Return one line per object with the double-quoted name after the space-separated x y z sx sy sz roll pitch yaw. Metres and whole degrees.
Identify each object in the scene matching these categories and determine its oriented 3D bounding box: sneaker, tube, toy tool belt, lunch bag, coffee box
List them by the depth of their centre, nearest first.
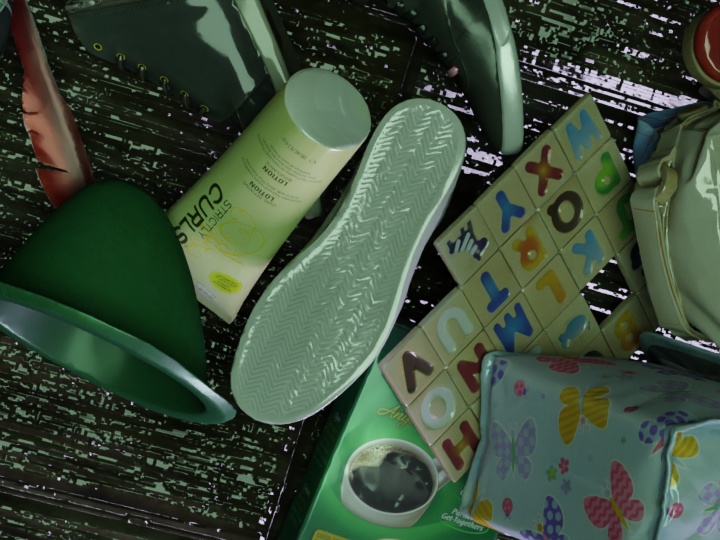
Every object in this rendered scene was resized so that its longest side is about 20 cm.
-0.061 -0.036 1.016 0.052 0.200 0.058 -6 66 -34 "tube"
-0.093 -0.112 1.047 0.106 0.075 0.200 -19 104 7 "sneaker"
0.000 0.000 1.052 0.074 0.116 0.200 33 90 4 "sneaker"
0.187 0.109 1.052 0.200 0.170 0.127 5 98 -35 "lunch bag"
0.028 -0.152 1.054 0.099 0.071 0.200 -18 98 -3 "sneaker"
0.209 -0.054 1.084 0.125 0.123 0.200 -11 96 -11 "toy tool belt"
0.028 0.135 1.124 0.123 0.044 0.200 19 98 -15 "coffee box"

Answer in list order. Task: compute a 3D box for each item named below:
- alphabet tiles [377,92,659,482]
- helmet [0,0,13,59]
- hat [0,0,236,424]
0.100 0.022 1.072 0.200 0.008 0.167 -44 126 -18 "alphabet tiles"
-0.281 -0.139 0.945 0.191 0.200 0.200 -4 104 16 "helmet"
-0.122 -0.034 1.030 0.200 0.166 0.176 39 69 -42 "hat"
